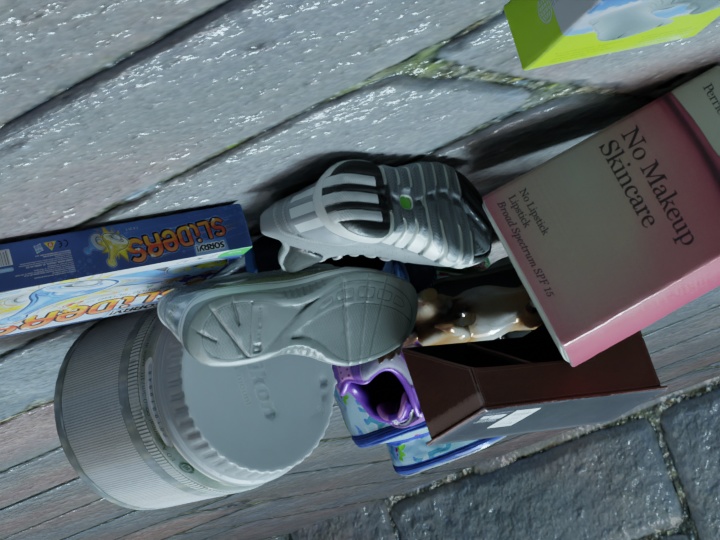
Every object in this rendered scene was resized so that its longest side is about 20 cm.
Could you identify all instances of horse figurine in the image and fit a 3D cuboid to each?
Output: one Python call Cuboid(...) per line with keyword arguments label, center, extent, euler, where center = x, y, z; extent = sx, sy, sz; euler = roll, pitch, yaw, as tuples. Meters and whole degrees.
Cuboid(label="horse figurine", center=(0.099, 0.034, 1.689), extent=(0.198, 0.050, 0.133), euler=(-12, 170, -12))

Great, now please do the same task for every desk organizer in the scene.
Cuboid(label="desk organizer", center=(0.132, 0.076, 1.635), extent=(0.199, 0.078, 0.072), euler=(-3, 158, -41))

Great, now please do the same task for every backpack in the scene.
Cuboid(label="backpack", center=(0.072, 0.105, 2.027), extent=(0.182, 0.148, 0.200), euler=(-22, -179, 23))

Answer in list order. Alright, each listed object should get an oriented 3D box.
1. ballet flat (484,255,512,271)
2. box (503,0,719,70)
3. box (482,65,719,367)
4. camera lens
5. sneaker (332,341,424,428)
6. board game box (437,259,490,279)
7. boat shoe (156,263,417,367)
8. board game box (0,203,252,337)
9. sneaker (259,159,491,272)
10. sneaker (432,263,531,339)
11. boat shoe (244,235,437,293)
Cuboid(label="ballet flat", center=(0.164, -0.005, 1.902), extent=(0.199, 0.070, 0.069), euler=(-33, 169, -1))
Cuboid(label="box", center=(0.169, -0.171, 1.149), extent=(0.121, 0.048, 0.200), euler=(-13, 169, -21))
Cuboid(label="box", center=(0.205, -0.037, 1.564), extent=(0.199, 0.129, 0.109), euler=(-30, 166, 3))
Cuboid(label="camera lens", center=(-0.135, 0.099, 1.684), extent=(0.159, 0.162, 0.199), euler=(-8, 174, -38))
Cuboid(label="sneaker", center=(0.045, 0.095, 1.759), extent=(0.199, 0.089, 0.080), euler=(29, 134, -34))
Cuboid(label="board game box", center=(0.021, 0.012, 1.894), extent=(0.134, 0.029, 0.200), euler=(-22, 168, 22))
Cuboid(label="boat shoe", center=(-0.049, 0.029, 1.570), extent=(0.200, 0.075, 0.065), euler=(-7, -157, -31))
Cuboid(label="board game box", center=(-0.192, 0.004, 1.504), extent=(0.198, 0.035, 0.135), euler=(-11, 168, -30))
Cuboid(label="sneaker", center=(0.001, -0.034, 1.549), extent=(0.115, 0.076, 0.199), euler=(-17, 162, 34))
Cuboid(label="sneaker", center=(0.097, 0.047, 1.820), extent=(0.198, 0.075, 0.106), euler=(-23, -165, -4))
Cuboid(label="boat shoe", center=(0.000, 0.000, 1.655), extent=(0.068, 0.085, 0.199), euler=(-24, 169, 38))
